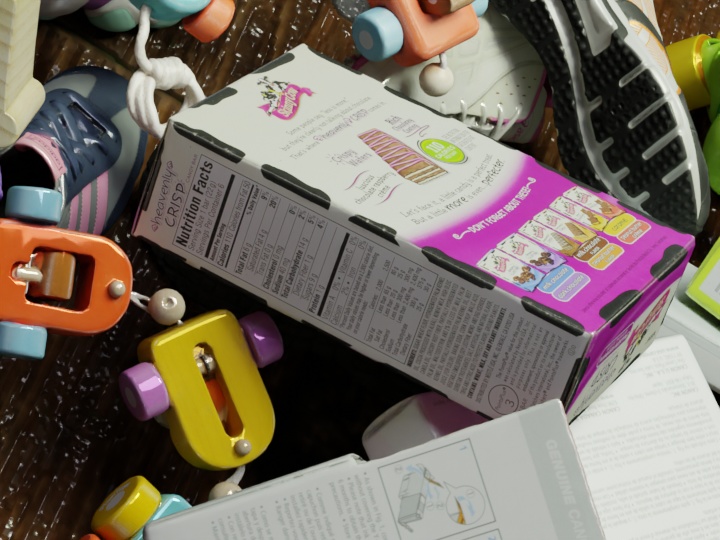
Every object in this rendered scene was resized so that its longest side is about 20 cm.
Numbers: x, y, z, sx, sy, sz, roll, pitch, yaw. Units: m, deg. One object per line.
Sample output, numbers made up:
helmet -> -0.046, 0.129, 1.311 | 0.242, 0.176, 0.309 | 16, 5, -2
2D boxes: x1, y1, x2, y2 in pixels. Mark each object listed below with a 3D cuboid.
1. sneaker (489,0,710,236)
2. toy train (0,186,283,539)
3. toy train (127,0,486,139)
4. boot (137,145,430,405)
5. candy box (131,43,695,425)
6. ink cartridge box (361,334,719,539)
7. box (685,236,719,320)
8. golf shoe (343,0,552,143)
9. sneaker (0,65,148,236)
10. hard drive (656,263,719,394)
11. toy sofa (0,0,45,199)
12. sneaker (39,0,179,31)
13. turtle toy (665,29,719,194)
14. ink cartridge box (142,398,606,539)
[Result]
sneaker -> 0.127, -0.107, 1.480 | 0.080, 0.074, 0.200 | -15, 80, -52
toy train -> -0.110, 0.070, 1.231 | 0.150, 0.056, 0.200 | 5, 85, -23
toy train -> -0.024, -0.137, 1.358 | 0.200, 0.056, 0.150 | -22, 95, -36
boot -> 0.000, 0.000, 1.396 | 0.200, 0.068, 0.131 | 33, 21, 13
candy box -> 0.024, -0.014, 1.259 | 0.200, 0.061, 0.136 | 28, 26, 15
ink cartridge box -> 0.110, 0.133, 1.260 | 0.163, 0.057, 0.200 | -11, 72, -39
box -> 0.242, 0.025, 1.482 | 0.122, 0.048, 0.200 | 38, 14, 16
golf shoe -> 0.046, -0.092, 1.485 | 0.092, 0.075, 0.200 | 49, 46, 3
sneaker -> -0.138, -0.039, 1.310 | 0.070, 0.082, 0.200 | 35, 44, -3
hard drive -> 0.186, 0.037, 1.467 | 0.200, 0.027, 0.132 | 30, 14, -13
toy sofa -> -0.234, -0.085, 1.238 | 0.200, 0.098, 0.083 | 6, 14, 0
sneaker -> -0.119, -0.179, 1.387 | 0.200, 0.140, 0.078 | -10, 59, -39
turtle toy -> 0.235, -0.089, 1.564 | 0.200, 0.146, 0.101 | -24, 96, -55
ink cartridge box -> 0.026, 0.168, 1.180 | 0.174, 0.044, 0.200 | -18, 86, 2
